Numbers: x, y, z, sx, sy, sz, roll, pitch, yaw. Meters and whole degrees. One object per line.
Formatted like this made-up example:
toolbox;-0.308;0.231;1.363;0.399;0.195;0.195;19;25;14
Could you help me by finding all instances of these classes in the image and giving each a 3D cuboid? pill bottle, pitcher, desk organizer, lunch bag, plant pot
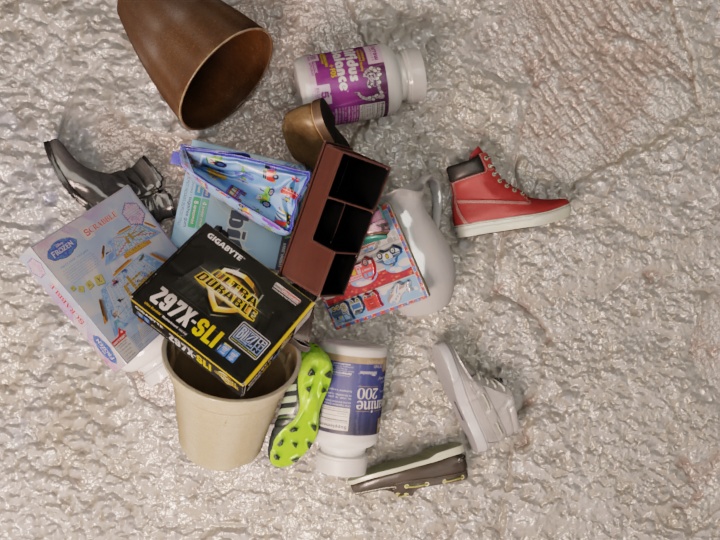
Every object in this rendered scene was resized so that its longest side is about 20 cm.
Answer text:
pill bottle;-0.001;-0.293;1.186;0.197;0.112;0.114;-12;92;-6
pitcher;0.096;-0.045;1.204;0.171;0.120;0.202;-27;107;-44
desk organizer;-0.036;-0.068;1.053;0.077;0.071;0.202;27;103;29
pill bottle;-0.348;0.075;1.151;0.110;0.111;0.201;-33;95;-5
lunch bag;-0.182;-0.126;1.102;0.198;0.151;0.095;20;88;-7
plant pot;-0.200;0.187;1.120;0.198;0.201;0.185;10;124;-7
pill bottle;-0.021;0.215;1.190;0.109;0.111;0.203;6;90;-7
plant pot;-0.266;-0.349;1.135;0.200;0.187;0.187;44;86;10

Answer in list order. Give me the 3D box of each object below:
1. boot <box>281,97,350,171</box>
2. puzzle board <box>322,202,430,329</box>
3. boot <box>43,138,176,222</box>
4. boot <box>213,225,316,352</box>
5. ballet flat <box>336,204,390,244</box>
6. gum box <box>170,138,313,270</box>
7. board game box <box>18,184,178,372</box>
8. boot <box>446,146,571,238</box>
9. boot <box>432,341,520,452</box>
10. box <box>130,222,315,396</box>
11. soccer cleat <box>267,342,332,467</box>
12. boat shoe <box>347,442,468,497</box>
boot;-0.058;-0.177;1.173;0.075;0.074;0.201;-13;137;15
puzzle board;0.000;0.000;1.170;0.199;0.017;0.152;-22;94;39
boot;-0.385;-0.142;1.173;0.131;0.070;0.201;-36;105;-9
boot;-0.150;0.028;1.129;0.172;0.069;0.202;4;58;-14
ballet flat;-0.041;-0.054;1.136;0.199;0.069;0.072;-22;75;36
gum box;-0.187;-0.100;1.200;0.197;0.045;0.172;12;90;-6
board game box;-0.342;0.006;1.076;0.041;0.200;0.200;-28;103;38
boot;0.244;-0.138;1.240;0.197;0.072;0.146;-7;90;-3
boot;0.193;0.193;1.243;0.095;0.073;0.202;-25;102;-12
box;-0.188;0.050;1.036;0.199;0.049;0.160;36;61;9
soccer cleat;-0.093;0.206;1.152;0.067;0.081;0.202;15;108;-23
boat shoe;0.080;0.335;1.223;0.199;0.072;0.061;-14;88;-9
